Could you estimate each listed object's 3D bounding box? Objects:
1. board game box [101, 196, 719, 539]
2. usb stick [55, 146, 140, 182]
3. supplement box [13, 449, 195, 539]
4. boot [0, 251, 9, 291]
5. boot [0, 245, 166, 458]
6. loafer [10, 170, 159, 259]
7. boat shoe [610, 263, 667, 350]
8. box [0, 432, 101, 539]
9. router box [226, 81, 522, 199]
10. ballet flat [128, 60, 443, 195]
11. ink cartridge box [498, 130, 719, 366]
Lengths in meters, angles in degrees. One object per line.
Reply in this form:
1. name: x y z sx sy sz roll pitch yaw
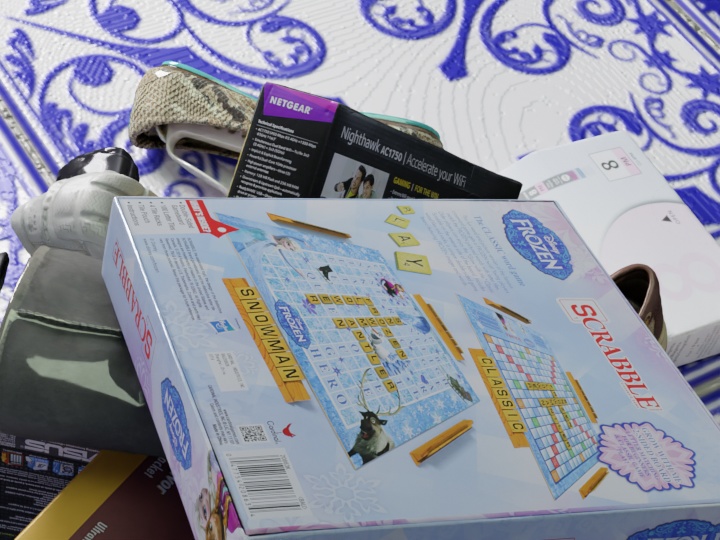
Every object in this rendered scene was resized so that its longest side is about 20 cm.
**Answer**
1. board game box: 0.021 0.041 0.667 0.199 0.041 0.200 0 35 -21
2. usb stick: -0.158 0.020 0.956 0.055 0.033 0.200 -13 51 28
3. supplement box: -0.047 0.191 0.767 0.197 0.200 0.133 30 49 15
4. boot: -0.257 -0.017 0.996 0.131 0.070 0.200 14 46 0
5. boot: -0.049 0.066 0.695 0.200 0.073 0.182 16 31 -9
6. loafer: -0.103 0.016 0.925 0.070 0.200 0.070 -6 52 31
7. boat shoe: 0.099 0.070 0.977 0.200 0.072 0.072 -40 64 -21
8. box: -0.207 0.090 0.820 0.200 0.160 0.044 11 48 -1
9. router box: 0.000 0.000 0.922 0.051 0.149 0.200 20 1 32
10. ballet flat: -0.051 -0.072 1.106 0.200 0.068 0.075 15 69 8
11. ink cartridge box: 0.120 0.001 1.081 0.200 0.057 0.163 -13 53 -29
